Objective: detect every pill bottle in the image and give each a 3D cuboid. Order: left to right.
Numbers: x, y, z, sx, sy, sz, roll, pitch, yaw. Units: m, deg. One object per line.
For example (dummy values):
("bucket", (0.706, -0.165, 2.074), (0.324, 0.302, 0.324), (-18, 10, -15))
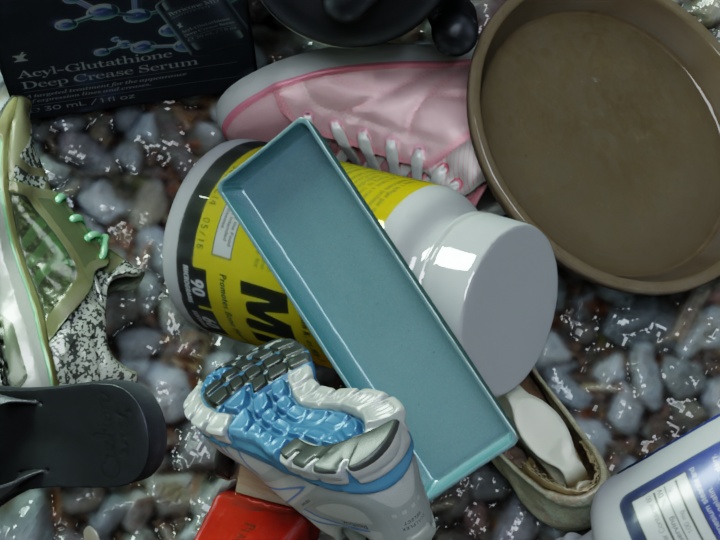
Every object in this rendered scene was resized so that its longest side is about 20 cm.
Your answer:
("pill bottle", (0.000, 0.000, 1.420), (0.200, 0.114, 0.114), (15, 69, 35))
("pill bottle", (0.191, 0.145, 1.377), (0.200, 0.120, 0.120), (-32, 71, 16))

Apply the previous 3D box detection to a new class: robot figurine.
("robot figurine", (-0.002, -0.192, 1.456), (0.125, 0.200, 0.151), (-5, 101, 3))

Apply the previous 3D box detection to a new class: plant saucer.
("plant saucer", (0.005, 0.019, 1.339), (0.070, 0.019, 0.200), (-37, 85, 30))
("plant saucer", (0.146, -0.076, 1.489), (0.200, 0.029, 0.200), (10, 65, -23))

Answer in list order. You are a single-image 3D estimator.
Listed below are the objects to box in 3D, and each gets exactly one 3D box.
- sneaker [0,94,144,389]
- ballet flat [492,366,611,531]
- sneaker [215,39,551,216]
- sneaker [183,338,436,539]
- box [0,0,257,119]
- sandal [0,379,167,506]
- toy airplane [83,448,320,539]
("sneaker", (-0.171, -0.005, 1.493), (0.088, 0.077, 0.200), (-6, 77, -11))
("ballet flat", (0.075, 0.060, 1.462), (0.067, 0.062, 0.200), (-40, 74, -12))
("sneaker", (0.020, -0.071, 1.502), (0.200, 0.075, 0.105), (-6, 65, -5))
("sneaker", (-0.025, 0.098, 1.339), (0.075, 0.200, 0.087), (-35, 116, -14))
("box", (-0.142, -0.183, 1.478), (0.148, 0.200, 0.107), (-8, 67, -1))
("sandal", (-0.198, 0.096, 1.414), (0.200, 0.043, 0.076), (-16, 88, 31))
("toy airplane", (-0.075, 0.193, 1.376), (0.199, 0.141, 0.200), (-13, 41, -23))
